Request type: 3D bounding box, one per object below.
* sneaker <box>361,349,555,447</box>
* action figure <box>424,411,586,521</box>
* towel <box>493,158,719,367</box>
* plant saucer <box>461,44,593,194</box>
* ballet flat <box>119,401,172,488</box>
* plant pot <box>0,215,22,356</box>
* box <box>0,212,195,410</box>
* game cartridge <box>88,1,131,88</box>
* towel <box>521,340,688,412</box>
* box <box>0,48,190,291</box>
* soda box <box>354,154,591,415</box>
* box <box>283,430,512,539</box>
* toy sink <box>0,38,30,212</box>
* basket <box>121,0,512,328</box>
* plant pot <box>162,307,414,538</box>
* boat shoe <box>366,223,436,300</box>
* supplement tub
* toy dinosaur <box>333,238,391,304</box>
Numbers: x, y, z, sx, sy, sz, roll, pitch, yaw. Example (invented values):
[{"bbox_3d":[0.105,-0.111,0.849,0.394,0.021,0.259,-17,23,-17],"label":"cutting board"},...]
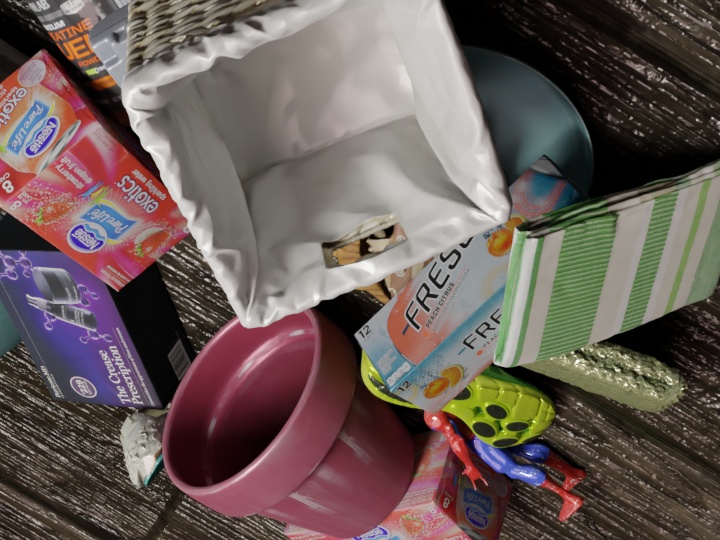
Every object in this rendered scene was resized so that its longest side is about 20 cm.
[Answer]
[{"bbox_3d":[0.092,0.093,1.134,0.199,0.084,0.074,25,124,-22],"label":"sneaker"},{"bbox_3d":[0.115,0.159,1.184,0.200,0.066,0.052,35,128,-9],"label":"action figure"},{"bbox_3d":[0.190,-0.006,0.931,0.023,0.199,0.153,54,153,38],"label":"towel"},{"bbox_3d":[0.080,-0.095,0.986,0.199,0.027,0.201,9,136,9],"label":"plant saucer"},{"bbox_3d":[-0.205,0.167,1.275,0.071,0.200,0.072,0,91,6],"label":"ballet flat"},{"bbox_3d":[-0.435,0.032,1.294,0.199,0.135,0.201,14,133,15],"label":"plant pot"},{"bbox_3d":[-0.266,0.037,1.257,0.141,0.079,0.201,3,131,27],"label":"box"},{"bbox_3d":[-0.078,-0.170,0.921,0.199,0.041,0.133,-28,136,4],"label":"game cartridge"},{"bbox_3d":[0.166,0.067,1.048,0.199,0.037,0.148,20,174,11],"label":"towel"},{"bbox_3d":[-0.225,-0.074,1.039,0.096,0.100,0.200,50,179,26],"label":"box"},{"bbox_3d":[0.094,0.013,0.948,0.200,0.064,0.068,-44,140,10],"label":"soda box"},{"bbox_3d":[0.036,0.236,1.265,0.199,0.095,0.103,-20,123,38],"label":"box"},{"bbox_3d":[-0.347,-0.140,1.112,0.130,0.112,0.200,32,141,-4],"label":"toy sink"},{"bbox_3d":[-0.034,-0.108,0.836,0.197,0.161,0.200,-23,126,1],"label":"basket"},{"bbox_3d":[-0.053,0.154,1.186,0.200,0.201,0.179,-20,133,38],"label":"plant pot"},{"bbox_3d":[0.044,-0.023,1.003,0.072,0.076,0.201,19,127,5],"label":"boat shoe"},{"bbox_3d":[-0.199,-0.216,0.973,0.107,0.107,0.200,-14,121,35],"label":"supplement tub"},{"bbox_3d":[0.000,0.000,1.090,0.106,0.060,0.200,29,164,35],"label":"toy dinosaur"}]
